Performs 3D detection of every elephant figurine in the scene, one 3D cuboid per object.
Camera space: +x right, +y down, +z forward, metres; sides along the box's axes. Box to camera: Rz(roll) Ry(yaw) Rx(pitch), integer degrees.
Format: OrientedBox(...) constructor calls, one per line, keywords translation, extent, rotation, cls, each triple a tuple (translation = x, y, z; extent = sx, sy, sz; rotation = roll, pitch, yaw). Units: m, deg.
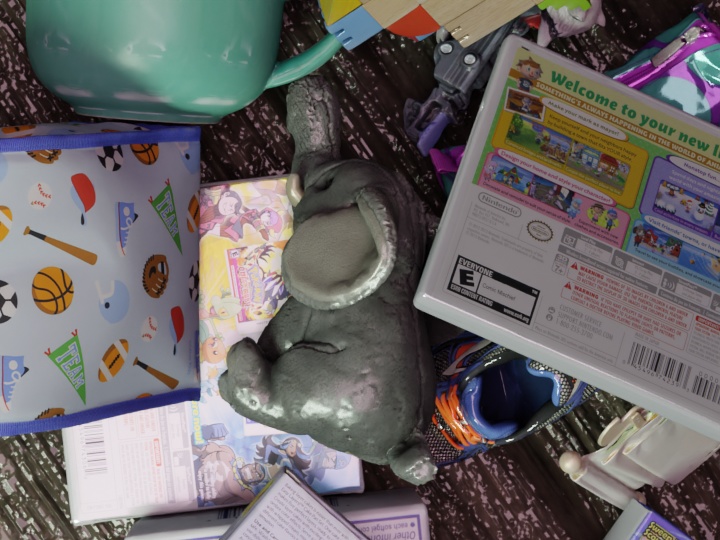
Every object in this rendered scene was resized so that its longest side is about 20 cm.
OrientedBox(translation=(0.000, 0.000, 1.520), extent=(0.154, 0.142, 0.201), rotation=(19, 92, 0), cls="elephant figurine")

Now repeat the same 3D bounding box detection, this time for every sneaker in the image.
OrientedBox(translation=(0.077, 0.071, 1.555), extent=(0.075, 0.200, 0.078), rotation=(51, 47, -2), cls="sneaker")

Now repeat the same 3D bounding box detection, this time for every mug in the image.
OrientedBox(translation=(-0.109, -0.145, 1.545), extent=(0.184, 0.152, 0.115), rotation=(8, 96, 30), cls="mug")

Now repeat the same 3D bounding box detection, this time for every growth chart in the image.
OrientedBox(translation=(0.213, 0.075, 1.578), extent=(0.200, 0.145, 0.018), rotation=(-39, 60, 1), cls="growth chart")

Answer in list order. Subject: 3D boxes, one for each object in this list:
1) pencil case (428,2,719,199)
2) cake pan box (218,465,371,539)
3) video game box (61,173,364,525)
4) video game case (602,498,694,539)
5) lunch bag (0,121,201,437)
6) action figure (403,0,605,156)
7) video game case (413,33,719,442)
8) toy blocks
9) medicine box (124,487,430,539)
OrientedBox(translation=(0.145, -0.081, 1.591), extent=(0.199, 0.085, 0.093), rotation=(-29, 134, -2), cls="pencil case")
OrientedBox(translation=(-0.029, 0.244, 1.506), extent=(0.200, 0.052, 0.184), rotation=(40, 91, -1), cls="cake pan box")
OrientedBox(translation=(-0.097, 0.046, 1.607), extent=(0.181, 0.047, 0.201), rotation=(-6, 91, 0), cls="video game box")
OrientedBox(translation=(0.196, 0.270, 1.604), extent=(0.200, 0.045, 0.182), rotation=(36, 91, -12), cls="video game case")
OrientedBox(translation=(-0.187, 0.001, 1.472), extent=(0.123, 0.200, 0.171), rotation=(2, 97, 30), cls="lunch bag")
OrientedBox(translation=(0.054, -0.179, 1.578), extent=(0.193, 0.105, 0.201), rotation=(24, 76, 16), cls="action figure")
OrientedBox(translation=(0.147, -0.020, 1.501), extent=(0.199, 0.022, 0.183), rotation=(23, 64, -7), cls="video game case")
OrientedBox(translation=(0.022, -0.185, 1.480), extent=(0.136, 0.200, 0.100), rotation=(-30, 49, 17), cls="toy blocks")
OrientedBox(translation=(-0.042, 0.243, 1.581), extent=(0.181, 0.103, 0.201), rotation=(-6, 91, -2), cls="medicine box")
